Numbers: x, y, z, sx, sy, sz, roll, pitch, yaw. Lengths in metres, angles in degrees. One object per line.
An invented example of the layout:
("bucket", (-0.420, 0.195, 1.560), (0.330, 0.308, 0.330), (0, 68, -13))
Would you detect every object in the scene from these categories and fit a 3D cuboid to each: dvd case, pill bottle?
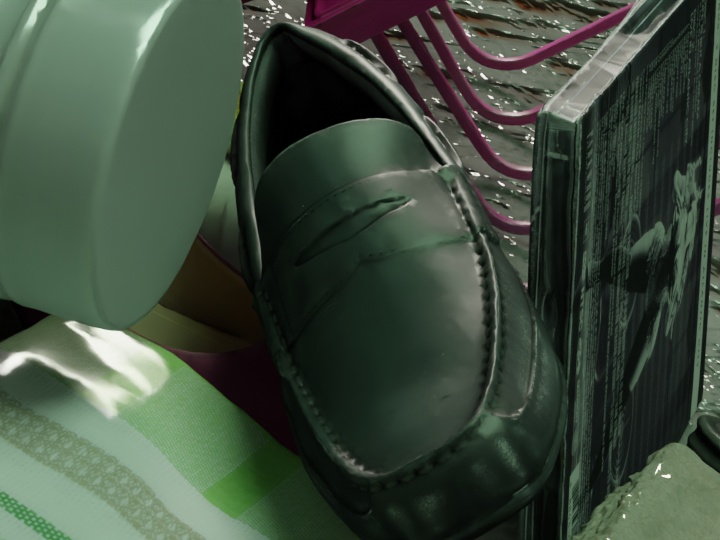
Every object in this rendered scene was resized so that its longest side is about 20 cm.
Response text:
("dvd case", (0.075, 0.001, 0.805), (0.016, 0.150, 0.200), (7, 20, 16))
("pill bottle", (-0.136, -0.055, 0.700), (0.199, 0.120, 0.120), (18, 22, 14))

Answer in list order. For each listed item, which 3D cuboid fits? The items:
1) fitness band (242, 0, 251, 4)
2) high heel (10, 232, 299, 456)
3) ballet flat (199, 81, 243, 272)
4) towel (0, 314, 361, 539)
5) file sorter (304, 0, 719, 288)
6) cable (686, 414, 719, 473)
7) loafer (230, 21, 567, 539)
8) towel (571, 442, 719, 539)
("fitness band", (-0.023, -0.134, 0.965), (0.038, 0.199, 0.144), (63, 25, -20))
("high heel", (-0.061, -0.017, 0.764), (0.199, 0.096, 0.067), (30, 28, 11))
("ballet flat", (-0.057, -0.031, 0.852), (0.070, 0.071, 0.200), (-4, 38, -47))
("towel", (-0.056, 0.069, 0.630), (0.149, 0.031, 0.200), (33, 25, 12))
("file sorter", (0.074, -0.101, 0.988), (0.126, 0.138, 0.200), (58, 15, -23))
("cable", (0.155, 0.105, 0.806), (0.200, 0.051, 0.097), (30, 14, 33))
("loafer", (0.000, 0.000, 0.703), (0.071, 0.068, 0.201), (57, 7, -28))
("towel", (0.084, 0.122, 0.670), (0.132, 0.035, 0.200), (43, 28, 6))
